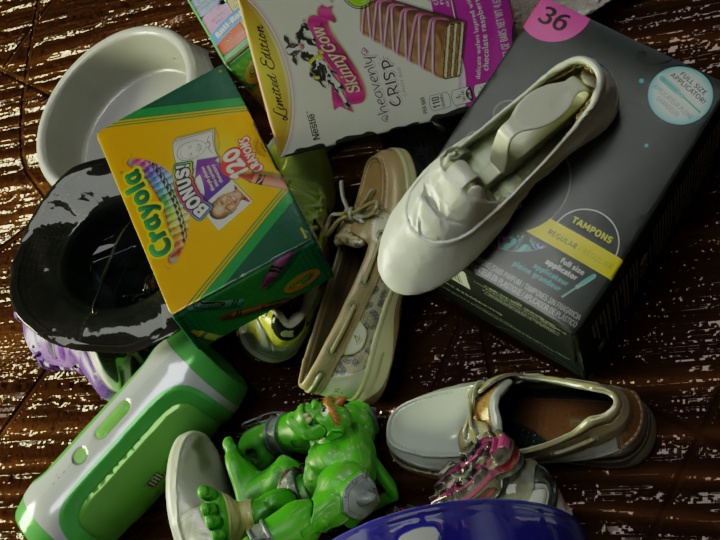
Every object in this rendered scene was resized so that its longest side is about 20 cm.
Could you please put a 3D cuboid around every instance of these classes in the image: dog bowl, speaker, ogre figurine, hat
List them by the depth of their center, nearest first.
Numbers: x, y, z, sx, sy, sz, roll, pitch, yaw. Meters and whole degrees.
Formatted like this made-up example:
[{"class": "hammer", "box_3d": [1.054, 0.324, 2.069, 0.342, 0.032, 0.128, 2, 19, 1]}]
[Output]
[{"class": "dog bowl", "box_3d": [0.054, 0.220, 0.817, 0.199, 0.200, 0.079, -25, 52, 17]}, {"class": "ogre figurine", "box_3d": [-0.042, 0.148, 0.958, 0.119, 0.200, 0.099, -23, 88, 8]}, {"class": "speaker", "box_3d": [-0.182, 0.144, 1.068, 0.200, 0.088, 0.088, -48, 52, -1]}, {"class": "hat", "box_3d": [-0.185, -0.003, 1.108, 0.199, 0.081, 0.202, -8, 62, 14]}, {"class": "dog bowl", "box_3d": [-0.207, -0.133, 1.206, 0.199, 0.059, 0.201, -15, 58, 25]}]

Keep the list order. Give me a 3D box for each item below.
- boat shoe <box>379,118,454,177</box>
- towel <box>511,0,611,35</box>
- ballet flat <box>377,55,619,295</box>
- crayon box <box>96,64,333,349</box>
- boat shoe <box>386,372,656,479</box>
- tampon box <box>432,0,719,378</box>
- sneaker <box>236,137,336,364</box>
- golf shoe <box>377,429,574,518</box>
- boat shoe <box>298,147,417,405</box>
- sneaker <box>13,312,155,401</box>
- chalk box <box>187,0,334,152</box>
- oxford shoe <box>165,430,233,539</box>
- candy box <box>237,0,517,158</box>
[{"class": "boat shoe", "box_3d": [0.060, -0.072, 1.057, 0.074, 0.066, 0.200, -26, 54, 15]}, {"class": "towel", "box_3d": [0.132, -0.253, 1.068, 0.199, 0.034, 0.133, -29, 95, -1]}, {"class": "ballet flat", "box_3d": [0.083, -0.068, 0.853, 0.200, 0.069, 0.069, -42, 52, -2]}, {"class": "crayon box", "box_3d": [-0.115, -0.052, 1.029, 0.118, 0.058, 0.201, -28, 56, 0]}, {"class": "boat shoe", "box_3d": [0.102, 0.103, 0.937, 0.199, 0.068, 0.075, -9, 60, 26]}, {"class": "tampon box", "box_3d": [0.144, -0.057, 0.939, 0.149, 0.126, 0.201, 30, 81, 19]}, {"class": "sneaker", "box_3d": [-0.049, -0.026, 1.077, 0.076, 0.075, 0.201, 145, 132, -64]}, {"class": "golf shoe", "box_3d": [0.055, 0.197, 0.908, 0.200, 0.092, 0.073, -41, 11, 30]}, {"class": "boat shoe", "box_3d": [0.000, 0.000, 1.019, 0.073, 0.062, 0.201, 166, 114, -68]}, {"class": "sneaker", "box_3d": [-0.245, 0.065, 1.169, 0.200, 0.080, 0.084, 40, 101, 47]}, {"class": "chalk box", "box_3d": [-0.060, -0.213, 1.118, 0.124, 0.200, 0.124, -37, 52, 8]}, {"class": "oxford shoe", "box_3d": [-0.098, 0.211, 0.990, 0.058, 0.075, 0.201, -29, 60, 27]}, {"class": "candy box", "box_3d": [0.016, -0.178, 1.018, 0.199, 0.137, 0.061, -14, 21, 3]}]
